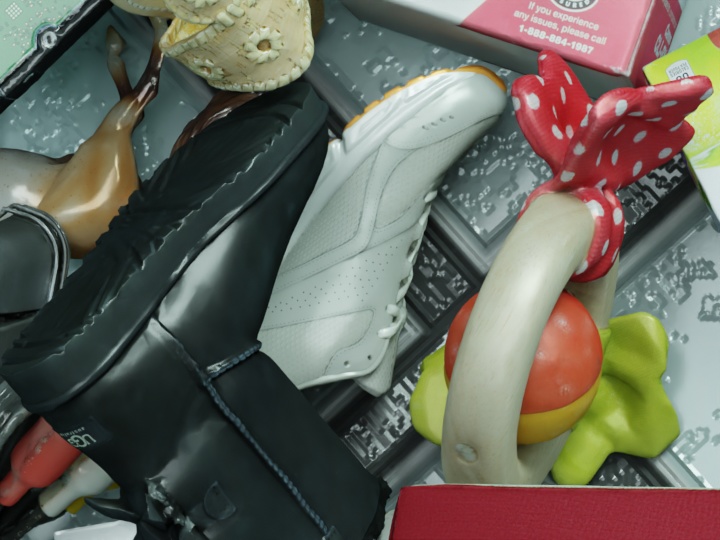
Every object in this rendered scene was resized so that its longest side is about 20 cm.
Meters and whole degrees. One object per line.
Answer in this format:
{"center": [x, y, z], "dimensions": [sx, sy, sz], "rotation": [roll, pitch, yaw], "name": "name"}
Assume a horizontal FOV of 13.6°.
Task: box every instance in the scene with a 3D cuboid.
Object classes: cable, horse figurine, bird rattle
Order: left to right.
{"center": [-0.150, 0.111, 1.257], "dimensions": [0.050, 0.097, 0.200], "rotation": [45, 110, 25], "name": "cable"}
{"center": [-0.143, -0.049, 1.329], "dimensions": [0.199, 0.050, 0.133], "rotation": [-1, 73, 15], "name": "horse figurine"}
{"center": [0.081, 0.019, 1.196], "dimensions": [0.112, 0.201, 0.163], "rotation": [23, 45, 10], "name": "bird rattle"}

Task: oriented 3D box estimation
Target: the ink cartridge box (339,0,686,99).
{"center": [0.086, -0.188, 1.283], "dimensions": [0.144, 0.083, 0.201], "rotation": [19, 86, 15], "name": "ink cartridge box"}

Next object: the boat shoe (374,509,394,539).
{"center": [0.014, 0.200, 1.247], "dimensions": [0.068, 0.075, 0.201], "rotation": [0, 81, 28], "name": "boat shoe"}

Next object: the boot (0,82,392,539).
{"center": [-0.042, 0.044, 1.212], "dimensions": [0.163, 0.073, 0.198], "rotation": [53, 55, -21], "name": "boot"}

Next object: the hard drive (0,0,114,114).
{"center": [-0.135, -0.169, 1.219], "dimensions": [0.200, 0.038, 0.140], "rotation": [-44, 88, 2], "name": "hard drive"}

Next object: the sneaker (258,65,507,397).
{"center": [0.000, 0.000, 1.285], "dimensions": [0.200, 0.076, 0.092], "rotation": [-44, 82, 10], "name": "sneaker"}

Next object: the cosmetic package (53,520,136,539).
{"center": [-0.083, 0.207, 1.256], "dimensions": [0.050, 0.083, 0.201], "rotation": [-10, 78, 10], "name": "cosmetic package"}

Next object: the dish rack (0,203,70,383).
{"center": [-0.234, 0.025, 1.315], "dimensions": [0.199, 0.055, 0.154], "rotation": [19, 105, 20], "name": "dish rack"}

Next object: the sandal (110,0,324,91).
{"center": [-0.041, -0.104, 1.224], "dimensions": [0.078, 0.212, 0.070], "rotation": [-43, 73, 3], "name": "sandal"}

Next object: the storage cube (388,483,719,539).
{"center": [0.103, 0.194, 1.137], "dimensions": [0.199, 0.171, 0.181], "rotation": [0, 64, 22], "name": "storage cube"}

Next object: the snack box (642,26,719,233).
{"center": [0.234, -0.029, 1.234], "dimensions": [0.168, 0.068, 0.201], "rotation": [-28, 78, 6], "name": "snack box"}
